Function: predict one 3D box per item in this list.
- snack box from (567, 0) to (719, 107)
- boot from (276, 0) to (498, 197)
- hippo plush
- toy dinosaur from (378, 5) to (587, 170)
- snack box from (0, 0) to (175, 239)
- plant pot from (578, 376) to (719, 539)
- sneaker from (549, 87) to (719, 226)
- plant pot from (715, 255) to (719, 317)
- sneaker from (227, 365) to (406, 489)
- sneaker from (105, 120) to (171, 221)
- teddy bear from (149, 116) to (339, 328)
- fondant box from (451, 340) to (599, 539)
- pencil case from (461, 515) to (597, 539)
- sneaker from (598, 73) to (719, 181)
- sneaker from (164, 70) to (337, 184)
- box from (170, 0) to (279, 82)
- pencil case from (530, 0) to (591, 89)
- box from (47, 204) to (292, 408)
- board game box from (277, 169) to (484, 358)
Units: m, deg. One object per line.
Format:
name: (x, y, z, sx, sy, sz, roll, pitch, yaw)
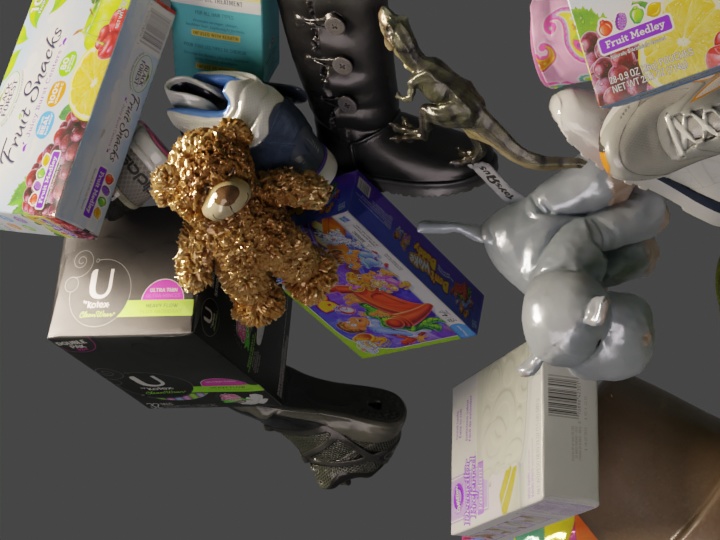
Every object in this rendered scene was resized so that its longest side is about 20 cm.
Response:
snack box: (0.220, -0.235, 1.075, 0.167, 0.068, 0.202, -18, 87, 27)
boot: (0.024, -0.162, 1.271, 0.163, 0.066, 0.202, 0, 124, 16)
hippo plush: (0.181, -0.001, 1.253, 0.199, 0.162, 0.159, 25, 121, -29)
toy dinosaur: (0.076, -0.120, 1.216, 0.199, 0.048, 0.088, 38, 144, -3)
snack box: (-0.242, -0.131, 1.265, 0.141, 0.202, 0.053, 5, 162, 44)
plant pot: (0.265, 0.189, 1.413, 0.174, 0.200, 0.201, 38, 132, 8)
sneaker: (0.240, -0.109, 1.224, 0.198, 0.077, 0.081, 20, 127, -24)
plant pot: (0.383, 0.073, 1.256, 0.198, 0.194, 0.202, 9, 131, 11)
sneaker: (-0.059, 0.159, 1.548, 0.197, 0.077, 0.115, 13, 125, 0)
sneaker: (-0.229, -0.095, 1.332, 0.199, 0.087, 0.074, 29, 159, 54)
teddy bear: (-0.089, -0.027, 1.248, 0.143, 0.067, 0.201, -7, 133, 0)
fondant box: (0.144, 0.154, 1.385, 0.058, 0.146, 0.200, 8, 159, -17)
pencil case: (0.200, 0.277, 1.558, 0.198, 0.089, 0.089, -15, 122, 30)
sneaker: (0.273, -0.121, 1.147, 0.198, 0.092, 0.076, -23, 101, -5)
sneaker: (-0.125, -0.117, 1.304, 0.199, 0.081, 0.146, -1, 144, 47)
box: (-0.111, -0.245, 1.250, 0.081, 0.049, 0.201, 10, 131, 10)
pencil case: (0.228, -0.189, 1.164, 0.198, 0.088, 0.088, -6, 126, 20)
box: (-0.166, 0.037, 1.400, 0.147, 0.126, 0.200, -3, 156, 20)
board game box: (0.000, 0.000, 1.374, 0.134, 0.045, 0.200, -14, 139, 36)
